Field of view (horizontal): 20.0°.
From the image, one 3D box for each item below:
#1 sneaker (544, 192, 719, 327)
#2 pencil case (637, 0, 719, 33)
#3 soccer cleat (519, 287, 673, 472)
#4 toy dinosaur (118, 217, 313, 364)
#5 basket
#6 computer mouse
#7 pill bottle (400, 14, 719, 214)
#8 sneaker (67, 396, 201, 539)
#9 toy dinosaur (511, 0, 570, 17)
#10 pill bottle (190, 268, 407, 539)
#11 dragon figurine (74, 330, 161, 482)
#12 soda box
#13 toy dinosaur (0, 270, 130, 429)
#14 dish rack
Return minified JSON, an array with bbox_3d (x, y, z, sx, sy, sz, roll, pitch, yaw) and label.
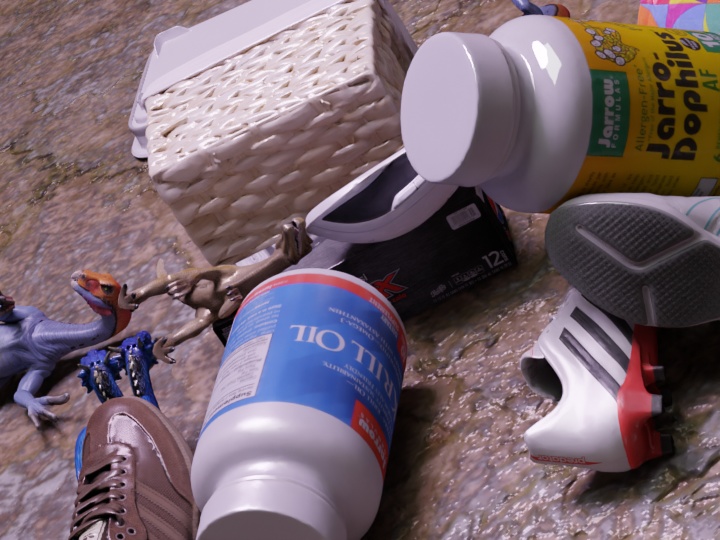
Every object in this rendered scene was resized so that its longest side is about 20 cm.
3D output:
[{"bbox_3d":[0.201,-0.009,1.131,0.200,0.071,0.080,9,25,3],"label":"sneaker"},{"bbox_3d":[0.272,-0.160,1.321,0.088,0.088,0.200,-46,32,-22],"label":"pencil case"},{"bbox_3d":[0.134,0.036,1.168,0.085,0.069,0.200,-6,41,13],"label":"soccer cleat"},{"bbox_3d":[-0.101,0.016,1.327,0.101,0.058,0.200,-27,7,-36],"label":"toy dinosaur"},{"bbox_3d":[-0.046,-0.093,1.474,0.200,0.136,0.123,-24,35,15],"label":"basket"},{"bbox_3d":[0.056,-0.067,1.283,0.200,0.044,0.110,-34,-3,8],"label":"computer mouse"},{"bbox_3d":[0.128,-0.087,1.165,0.200,0.113,0.113,2,15,-29],"label":"pill bottle"},{"bbox_3d":[-0.133,0.151,1.172,0.070,0.076,0.200,-33,55,21],"label":"sneaker"},{"bbox_3d":[0.123,-0.137,1.468,0.181,0.200,0.105,-34,-18,-50],"label":"toy dinosaur"},{"bbox_3d":[-0.037,0.100,1.198,0.112,0.112,0.200,-19,33,23],"label":"pill bottle"},{"bbox_3d":[-0.141,0.119,1.279,0.059,0.100,0.200,-26,30,13],"label":"dragon figurine"},{"bbox_3d":[0.000,0.000,1.359,0.200,0.063,0.071,-26,30,10],"label":"soda box"},{"bbox_3d":[-0.263,0.043,1.517,0.181,0.105,0.200,-16,16,-10],"label":"toy dinosaur"},{"bbox_3d":[-0.113,-0.185,1.764,0.200,0.044,0.172,-21,31,19],"label":"dish rack"}]
